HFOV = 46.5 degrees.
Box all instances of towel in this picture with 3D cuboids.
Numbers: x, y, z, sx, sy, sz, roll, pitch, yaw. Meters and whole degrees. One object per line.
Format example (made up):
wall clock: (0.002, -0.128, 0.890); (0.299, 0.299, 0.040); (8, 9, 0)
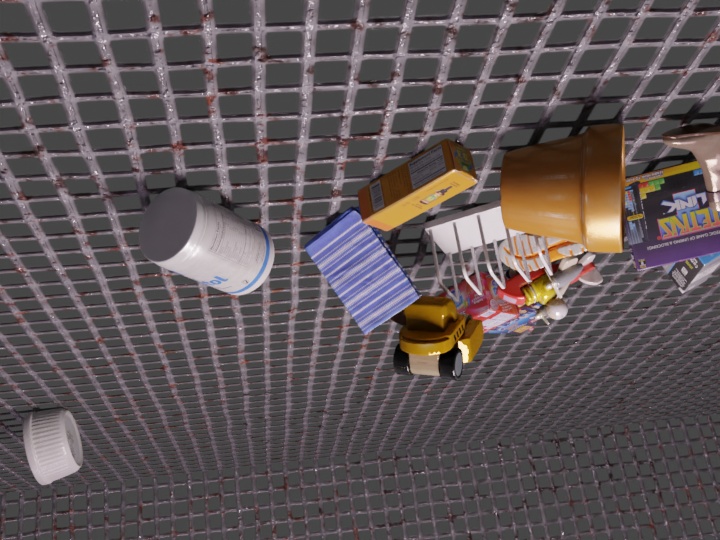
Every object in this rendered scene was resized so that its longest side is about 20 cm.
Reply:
towel: (0.000, 0.000, 1.487); (0.145, 0.200, 0.024); (-36, 178, 30)

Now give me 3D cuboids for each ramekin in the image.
ramekin: (-0.825, 0.467, 2.262); (0.105, 0.200, 0.200); (-14, 157, -9)

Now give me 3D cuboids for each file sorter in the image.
file sorter: (0.242, -0.037, 1.545); (0.200, 0.125, 0.139); (-17, 156, 17)

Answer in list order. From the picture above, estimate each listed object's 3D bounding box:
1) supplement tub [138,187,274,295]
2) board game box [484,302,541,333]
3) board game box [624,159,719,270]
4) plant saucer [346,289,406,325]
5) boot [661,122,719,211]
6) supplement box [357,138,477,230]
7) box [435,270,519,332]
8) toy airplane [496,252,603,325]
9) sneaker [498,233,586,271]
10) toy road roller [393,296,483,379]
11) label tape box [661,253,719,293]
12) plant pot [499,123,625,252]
supplement tub: (-0.249, -0.044, 1.382); (0.132, 0.132, 0.200); (-22, 153, 27)
board game box: (0.361, 0.094, 1.966); (0.200, 0.062, 0.200); (10, 150, -37)
board game box: (0.562, -0.102, 1.463); (0.200, 0.165, 0.057); (-14, 179, 12)
plant saucer: (0.020, 0.034, 1.615); (0.034, 0.200, 0.200); (-53, 143, 8)
boot: (0.580, -0.168, 1.360); (0.200, 0.070, 0.146); (-11, 114, -10)
supplement box: (0.090, -0.136, 1.365); (0.200, 0.069, 0.067); (-25, 152, 36)
box: (0.244, 0.087, 1.869); (0.100, 0.096, 0.200); (11, 150, -35)
toy airplane: (0.412, 0.035, 1.754); (0.200, 0.141, 0.199); (17, 144, -41)
sneaker: (0.367, -0.049, 1.642); (0.200, 0.078, 0.077); (-10, -170, 31)
toy road roller: (0.142, 0.103, 1.548); (0.123, 0.146, 0.200); (3, -158, 24)
label tape box: (0.620, -0.065, 1.583); (0.063, 0.144, 0.200); (-26, 157, -9)
plant pot: (0.322, -0.128, 1.329); (0.183, 0.200, 0.200); (0, 159, 19)
